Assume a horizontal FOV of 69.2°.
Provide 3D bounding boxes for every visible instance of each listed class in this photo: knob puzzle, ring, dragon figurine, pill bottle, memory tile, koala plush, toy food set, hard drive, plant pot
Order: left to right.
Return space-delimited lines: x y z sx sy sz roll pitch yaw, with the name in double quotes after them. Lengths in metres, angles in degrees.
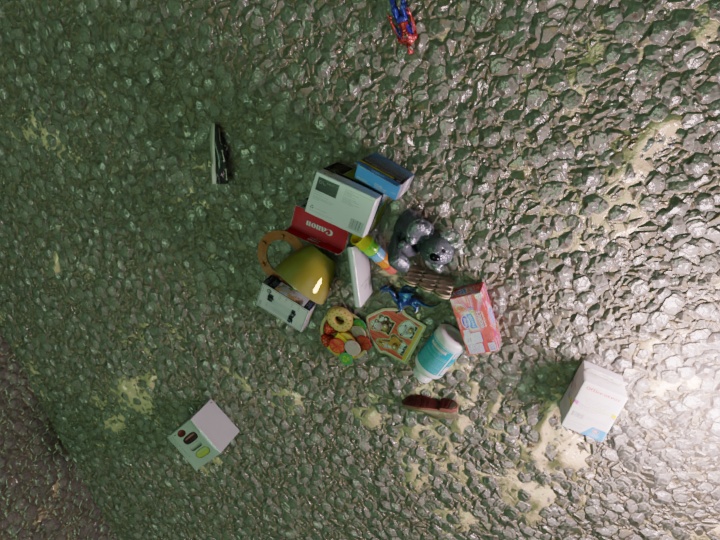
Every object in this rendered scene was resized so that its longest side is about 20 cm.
-0.279 -0.044 1.846 0.199 0.019 0.202 8 114 19 "ring"
-0.164 -0.003 1.739 0.200 0.200 0.142 38 93 3 "plant pot"
-0.055 0.232 1.850 0.197 0.049 0.201 37 120 5 "toy food set"
0.000 0.000 1.692 0.026 0.132 0.202 1 111 20 "hard drive"
0.104 0.213 1.795 0.218 0.030 0.221 8 113 18 "knob puzzle"
0.157 0.086 1.708 0.198 0.059 0.100 -2 110 23 "dragon figurine"
0.201 -0.082 1.590 0.199 0.184 0.178 21 118 -12 "koala plush"
0.209 0.034 1.589 0.152 0.200 0.017 22 108 10 "memory tile"
0.253 0.280 1.719 0.110 0.111 0.201 35 118 5 "pill bottle"

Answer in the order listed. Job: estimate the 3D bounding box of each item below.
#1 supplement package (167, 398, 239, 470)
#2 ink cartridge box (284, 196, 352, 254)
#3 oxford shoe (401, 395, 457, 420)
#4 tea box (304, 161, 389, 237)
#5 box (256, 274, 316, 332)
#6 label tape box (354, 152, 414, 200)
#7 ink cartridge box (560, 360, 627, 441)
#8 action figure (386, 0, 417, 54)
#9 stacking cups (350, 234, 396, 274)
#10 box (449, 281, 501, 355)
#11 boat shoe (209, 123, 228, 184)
-0.665 0.696 2.212 0.200 0.147 0.192 -40 93 30 "supplement package"
-0.113 -0.146 1.653 0.199 0.176 0.084 23 117 10 "ink cartridge box"
0.241 0.491 1.832 0.198 0.071 0.075 5 117 20 "oxford shoe"
-0.030 -0.220 1.580 0.199 0.197 0.134 26 117 10 "tea box"
-0.267 0.119 1.872 0.199 0.060 0.117 30 128 8 "box"
0.062 -0.271 1.523 0.144 0.200 0.064 30 117 7 "label tape box"
0.707 0.383 1.579 0.128 0.125 0.201 22 116 11 "ink cartridge box"
0.110 -0.695 1.427 0.065 0.052 0.201 -13 108 21 "action figure"
0.052 -0.051 1.643 0.060 0.061 0.200 -27 131 27 "stacking cups"
0.362 0.152 1.636 0.102 0.095 0.201 -15 104 25 "box"
-0.475 -0.392 1.760 0.060 0.074 0.202 -3 95 -21 "boat shoe"
